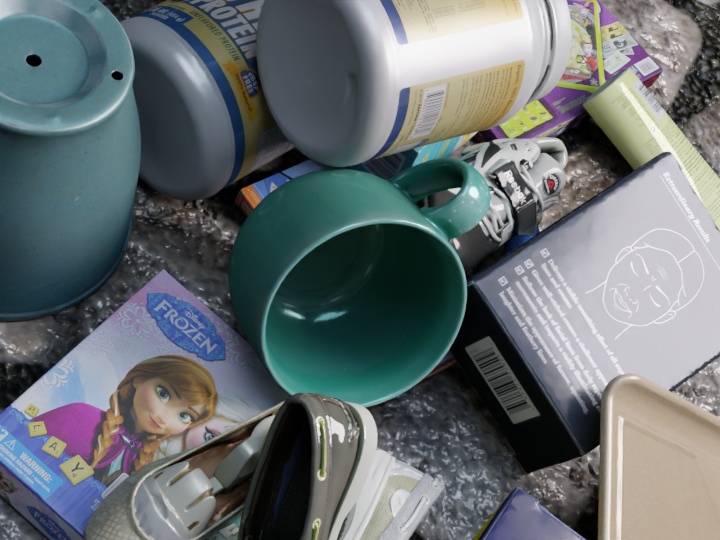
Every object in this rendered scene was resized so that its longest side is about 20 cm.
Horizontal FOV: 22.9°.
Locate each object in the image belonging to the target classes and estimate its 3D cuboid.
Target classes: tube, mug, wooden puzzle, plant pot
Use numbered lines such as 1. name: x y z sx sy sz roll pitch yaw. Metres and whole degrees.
1. tube: 0.267 -0.078 1.501 0.058 0.052 0.200 -40 94 5
2. mug: -0.002 0.001 1.259 0.184 0.153 0.114 -15 33 -16
3. wooden puzzle: 0.217 0.193 1.251 0.185 0.037 0.201 27 63 -42
4. plant pot: -0.241 -0.098 1.239 0.199 0.188 0.201 10 55 -14

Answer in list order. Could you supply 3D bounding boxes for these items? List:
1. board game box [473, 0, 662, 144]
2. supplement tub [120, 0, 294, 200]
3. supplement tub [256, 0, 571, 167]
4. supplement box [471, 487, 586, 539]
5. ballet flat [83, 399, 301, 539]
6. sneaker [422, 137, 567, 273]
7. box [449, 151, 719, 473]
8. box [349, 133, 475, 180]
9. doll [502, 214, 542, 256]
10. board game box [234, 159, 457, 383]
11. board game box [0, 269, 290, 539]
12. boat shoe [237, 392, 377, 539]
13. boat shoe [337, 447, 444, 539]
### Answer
1. board game box: 0.155 -0.175 1.539 0.200 0.032 0.120 -28 74 -33
2. supplement tub: -0.088 -0.155 1.360 0.200 0.145 0.145 -33 74 -34
3. supplement tub: 0.041 -0.162 1.279 0.200 0.145 0.145 -17 65 -37
4. supplement box: 0.078 0.245 1.099 0.109 0.200 0.110 37 49 5
5. ballet flat: -0.099 0.135 1.165 0.200 0.062 0.067 -32 76 -34
6. sneaker: 0.108 -0.061 1.364 0.074 0.088 0.200 65 28 -18
7. box: 0.176 0.031 1.321 0.200 0.107 0.149 -32 88 -22
8. box: 0.079 -0.140 1.423 0.049 0.082 0.200 42 58 10
9. doll: 0.174 0.007 1.413 0.200 0.048 0.137 -20 72 -30
10. board game box: 0.000 0.000 1.371 0.103 0.019 0.200 -25 70 -34
11. board game box: -0.130 0.127 1.224 0.200 0.041 0.200 40 53 6
12. boat shoe: -0.051 0.176 1.136 0.060 0.072 0.202 22 84 -45
13. boat shoe: 0.005 0.211 1.202 0.065 0.075 0.202 21 46 -1
